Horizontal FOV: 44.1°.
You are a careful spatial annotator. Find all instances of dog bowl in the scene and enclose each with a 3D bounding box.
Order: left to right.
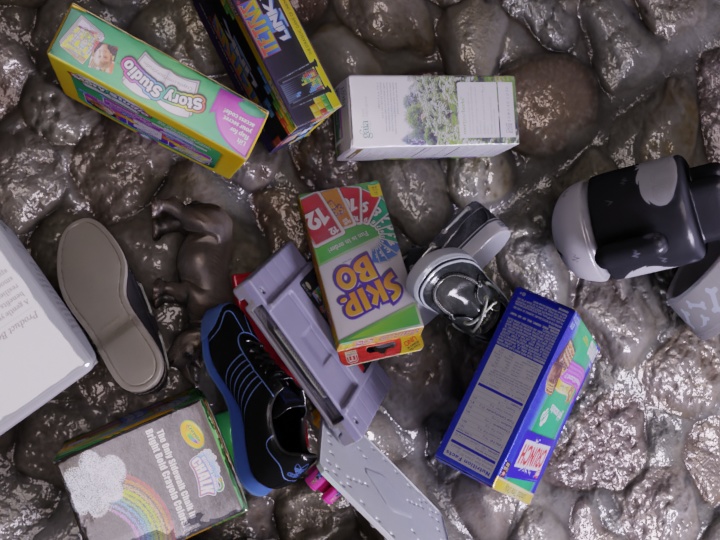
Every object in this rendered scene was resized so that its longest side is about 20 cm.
[{"bbox_3d":[0.433,-0.018,1.033,0.058,0.200,0.201,35,81,5],"label":"dog bowl"}]

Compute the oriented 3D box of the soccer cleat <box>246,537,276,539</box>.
[{"bbox_3d":[-0.136,0.312,0.939,0.199,0.070,0.087,36,67,-26],"label":"soccer cleat"}]

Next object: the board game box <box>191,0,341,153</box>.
[{"bbox_3d":[-0.105,-0.232,0.912,0.056,0.165,0.201,-28,95,-15],"label":"board game box"}]

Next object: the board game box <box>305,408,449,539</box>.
[{"bbox_3d":[0.021,0.238,0.921,0.026,0.200,0.200,-42,98,7],"label":"board game box"}]

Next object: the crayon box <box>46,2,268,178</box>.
[{"bbox_3d":[-0.199,-0.169,0.883,0.199,0.172,0.059,27,83,-12],"label":"crayon box"}]

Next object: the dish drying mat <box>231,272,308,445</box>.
[{"bbox_3d":[-0.095,0.100,0.964,0.076,0.018,0.202,-9,92,-50],"label":"dish drying mat"}]

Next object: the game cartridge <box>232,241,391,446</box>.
[{"bbox_3d":[-0.044,0.072,0.947,0.038,0.130,0.201,-31,99,29],"label":"game cartridge"}]

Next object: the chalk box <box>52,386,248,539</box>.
[{"bbox_3d":[-0.191,0.199,0.904,0.198,0.124,0.126,-21,93,-14],"label":"chalk box"}]

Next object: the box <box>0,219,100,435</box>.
[{"bbox_3d":[-0.370,0.073,0.822,0.198,0.200,0.172,-36,95,-13],"label":"box"}]

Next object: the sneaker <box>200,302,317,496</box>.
[{"bbox_3d":[-0.096,0.113,0.870,0.078,0.070,0.202,-32,65,27],"label":"sneaker"}]

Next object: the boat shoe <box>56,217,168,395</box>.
[{"bbox_3d":[-0.253,0.040,0.918,0.072,0.063,0.201,-28,72,-4],"label":"boat shoe"}]

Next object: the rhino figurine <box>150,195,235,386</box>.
[{"bbox_3d":[-0.176,0.022,0.944,0.086,0.060,0.202,-1,91,-11],"label":"rhino figurine"}]

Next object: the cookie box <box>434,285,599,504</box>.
[{"bbox_3d":[0.178,0.142,0.974,0.075,0.171,0.201,23,82,29],"label":"cookie box"}]

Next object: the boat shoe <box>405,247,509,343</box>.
[{"bbox_3d":[0.124,0.033,0.957,0.072,0.071,0.199,-51,144,12],"label":"boat shoe"}]

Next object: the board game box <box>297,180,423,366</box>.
[{"bbox_3d":[0.000,0.000,0.963,0.095,0.030,0.202,-11,69,-12],"label":"board game box"}]

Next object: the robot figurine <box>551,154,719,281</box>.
[{"bbox_3d":[0.317,-0.056,1.007,0.198,0.150,0.126,-14,70,27],"label":"robot figurine"}]

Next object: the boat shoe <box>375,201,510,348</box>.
[{"bbox_3d":[0.076,0.002,1.007,0.200,0.072,0.068,-44,65,3],"label":"boat shoe"}]

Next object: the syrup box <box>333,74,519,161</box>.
[{"bbox_3d":[0.071,-0.171,0.998,0.198,0.081,0.080,-3,88,-14],"label":"syrup box"}]
